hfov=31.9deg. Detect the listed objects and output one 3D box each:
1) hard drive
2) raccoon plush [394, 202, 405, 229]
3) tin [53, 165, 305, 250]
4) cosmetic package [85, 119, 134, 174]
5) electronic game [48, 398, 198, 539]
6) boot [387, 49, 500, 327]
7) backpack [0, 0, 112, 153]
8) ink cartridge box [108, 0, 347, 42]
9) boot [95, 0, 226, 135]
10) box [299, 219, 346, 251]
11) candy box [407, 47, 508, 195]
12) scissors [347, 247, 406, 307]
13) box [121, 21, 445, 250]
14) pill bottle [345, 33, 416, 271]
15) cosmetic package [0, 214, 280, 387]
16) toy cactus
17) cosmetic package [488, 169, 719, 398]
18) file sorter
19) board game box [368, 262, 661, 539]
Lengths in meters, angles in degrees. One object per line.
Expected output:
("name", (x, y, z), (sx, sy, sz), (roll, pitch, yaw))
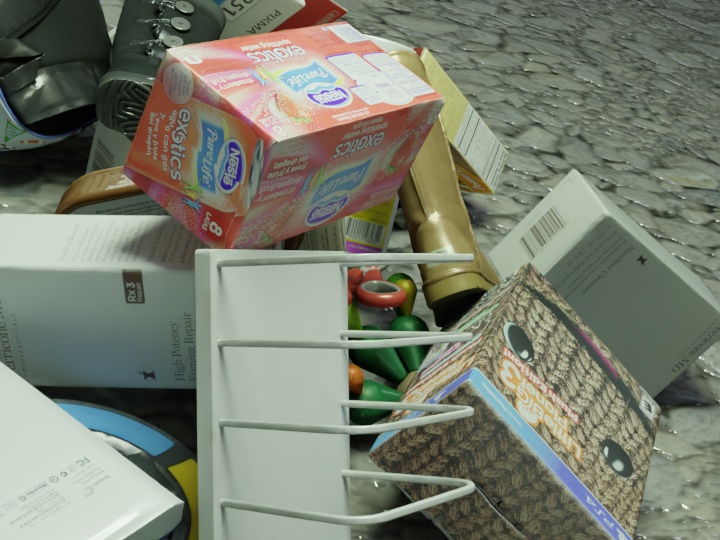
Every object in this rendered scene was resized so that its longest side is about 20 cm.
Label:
("hard drive", (-0.220, 0.118, 0.733), (0.199, 0.026, 0.132), (31, 37, 26))
("raccoon plush", (-0.016, -0.120, 1.286), (0.133, 0.097, 0.200), (11, 29, -34))
("tin", (-0.138, -0.028, 0.933), (0.198, 0.113, 0.042), (-10, 29, 16))
("cosmetic package", (-0.144, -0.093, 1.139), (0.199, 0.102, 0.074), (-8, 40, -39))
("electronic game", (-0.174, 0.147, 0.770), (0.198, 0.042, 0.201), (16, 29, -9))
("boot", (0.064, -0.063, 1.048), (0.066, 0.175, 0.202), (-17, 76, 5))
("backpack", (-0.306, -0.195, 1.114), (0.153, 0.201, 0.191), (-16, 17, 19))
("ink cartridge box", (-0.134, -0.228, 1.258), (0.176, 0.199, 0.045), (24, 44, -49))
("boot", (-0.140, -0.172, 1.102), (0.164, 0.066, 0.201), (22, 30, -15))
("box", (-0.112, -0.039, 1.016), (0.198, 0.069, 0.082), (-6, 21, 0))
("candy box", (0.055, -0.150, 1.271), (0.115, 0.056, 0.200), (11, -18, 36))
("scissors", (0.000, 0.000, 0.999), (0.072, 0.014, 0.200), (1, 14, 2))
("box", (-0.046, -0.091, 0.839), (0.102, 0.095, 0.200), (39, 32, 18))
("pill bottle", (-0.008, -0.103, 1.122), (0.103, 0.202, 0.104), (14, 1, 0))
("cosmetic package", (-0.152, 0.022, 0.861), (0.198, 0.102, 0.074), (-1, 33, 3))
("toy cactus", (0.016, 0.082, 0.980), (0.165, 0.102, 0.200), (42, 27, -1))
("cosmetic package", (0.221, 0.017, 1.108), (0.199, 0.113, 0.081), (33, 19, -31))
("file sorter", (-0.008, 0.088, 0.756), (0.124, 0.202, 0.138), (0, 0, 35))
("board game box", (0.119, 0.114, 0.903), (0.160, 0.097, 0.200), (47, 29, -5))
